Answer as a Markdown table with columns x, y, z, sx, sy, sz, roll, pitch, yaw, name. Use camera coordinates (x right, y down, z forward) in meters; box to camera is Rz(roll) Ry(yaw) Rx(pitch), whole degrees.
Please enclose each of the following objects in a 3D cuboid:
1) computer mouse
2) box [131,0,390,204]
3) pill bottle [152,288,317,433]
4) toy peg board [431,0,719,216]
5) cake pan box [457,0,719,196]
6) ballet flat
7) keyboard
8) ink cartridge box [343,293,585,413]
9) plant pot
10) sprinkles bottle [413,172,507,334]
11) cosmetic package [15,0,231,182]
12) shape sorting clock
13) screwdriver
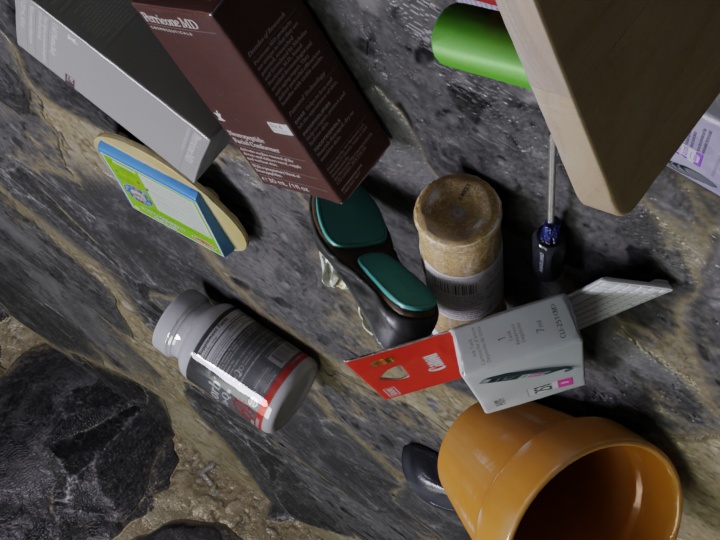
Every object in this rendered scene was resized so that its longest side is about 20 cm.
| x | y | z | sx | sy | sz | roll | pitch | yaw | name |
| --- | --- | --- | --- | --- | --- | --- | --- | --- | --- |
| 0.127 | 0.295 | 1.641 | 0.200 | 0.053 | 0.139 | 26 | 159 | 29 | computer mouse |
| -0.070 | -0.146 | 0.938 | 0.100 | 0.075 | 0.200 | 18 | 151 | 44 | box |
| -0.166 | 0.115 | 1.639 | 0.200 | 0.116 | 0.116 | 32 | 160 | 13 | pill bottle |
| 0.082 | -0.164 | 0.438 | 0.098 | 0.200 | 0.199 | 24 | 157 | 41 | toy peg board |
| 0.138 | -0.098 | 0.613 | 0.184 | 0.052 | 0.200 | 31 | -176 | 14 | cake pan box |
| 0.000 | 0.000 | 1.034 | 0.200 | 0.068 | 0.069 | -120 | 37 | -46 | ballet flat |
| 0.171 | 0.031 | 0.975 | 0.056 | 0.011 | 0.200 | 1 | 167 | -15 | keyboard |
| 0.091 | 0.082 | 1.000 | 0.200 | 0.173 | 0.044 | 53 | -160 | -72 | ink cartridge box |
| 0.172 | 0.211 | 1.197 | 0.200 | 0.200 | 0.183 | 50 | 173 | -33 | plant pot |
| 0.084 | 0.001 | 1.013 | 0.068 | 0.068 | 0.200 | 29 | 159 | 21 | sprinkles bottle |
| -0.185 | -0.177 | 1.046 | 0.200 | 0.090 | 0.107 | 40 | 158 | 1 | cosmetic package |
| -0.204 | -0.086 | 1.357 | 0.200 | 0.039 | 0.200 | 31 | 160 | 12 | shape sorting clock |
| 0.137 | -0.040 | 0.882 | 0.029 | 0.028 | 0.200 | 61 | 173 | 22 | screwdriver |
